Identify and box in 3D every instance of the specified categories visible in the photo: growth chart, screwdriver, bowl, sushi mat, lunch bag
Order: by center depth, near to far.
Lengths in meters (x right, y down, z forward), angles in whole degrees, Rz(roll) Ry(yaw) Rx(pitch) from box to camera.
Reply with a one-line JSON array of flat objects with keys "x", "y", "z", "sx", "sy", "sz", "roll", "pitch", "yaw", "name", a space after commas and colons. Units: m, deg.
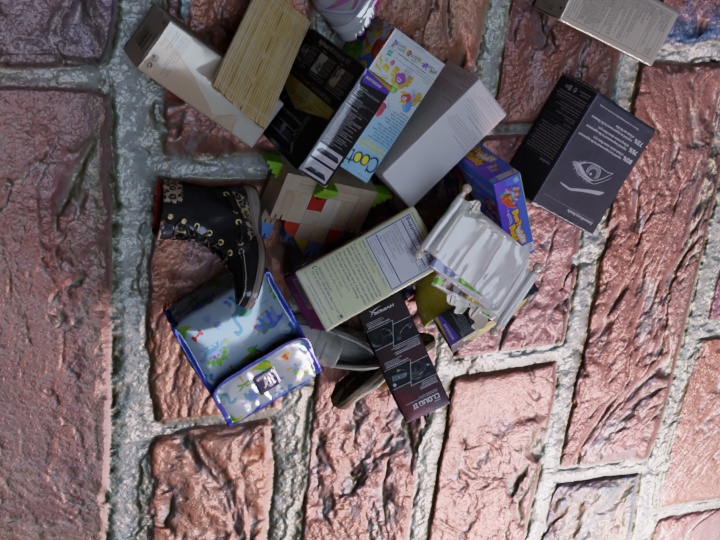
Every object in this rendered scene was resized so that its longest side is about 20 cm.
[{"x": -0.131, "y": -0.289, "z": 1.531, "sx": 0.096, "sy": 0.012, "sz": 0.202, "roll": 40, "pitch": 54, "yaw": -32, "name": "sushi mat"}, {"x": 0.168, "y": -0.007, "z": 1.640, "sx": 0.200, "sy": 0.018, "sz": 0.145, "roll": 42, "pitch": 91, "yaw": -24, "name": "growth chart"}, {"x": -0.170, "y": 0.111, "z": 1.703, "sx": 0.169, "sy": 0.127, "sz": 0.202, "roll": -30, "pitch": 111, "yaw": -8, "name": "lunch bag"}, {"x": 0.078, "y": 0.021, "z": 1.769, "sx": 0.028, "sy": 0.200, "sz": 0.029, "roll": 21, "pitch": 76, "yaw": -2, "name": "screwdriver"}, {"x": 0.157, "y": -0.007, "z": 1.813, "sx": 0.199, "sy": 0.200, "sz": 0.108, "roll": -31, "pitch": 82, "yaw": -8, "name": "bowl"}]

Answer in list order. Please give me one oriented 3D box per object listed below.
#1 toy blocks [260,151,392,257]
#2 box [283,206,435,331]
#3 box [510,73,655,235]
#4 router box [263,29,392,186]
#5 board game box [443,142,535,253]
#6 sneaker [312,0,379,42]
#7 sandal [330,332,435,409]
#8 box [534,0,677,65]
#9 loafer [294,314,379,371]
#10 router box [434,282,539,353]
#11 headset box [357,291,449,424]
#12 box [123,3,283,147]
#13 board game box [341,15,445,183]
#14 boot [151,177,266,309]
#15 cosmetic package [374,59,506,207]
[{"x": -0.071, "y": -0.086, "z": 1.699, "sx": 0.198, "sy": 0.100, "sz": 0.138, "roll": 9, "pitch": 122, "yaw": -28, "name": "toy blocks"}, {"x": 0.000, "y": 0.000, "z": 1.701, "sx": 0.198, "sy": 0.176, "sz": 0.097, "roll": -29, "pitch": 92, "yaw": -9, "name": "box"}, {"x": 0.345, "y": -0.183, "z": 1.829, "sx": 0.147, "sy": 0.104, "sz": 0.201, "roll": 25, "pitch": 103, "yaw": -33, "name": "box"}, {"x": -0.057, "y": -0.223, "z": 1.553, "sx": 0.052, "sy": 0.200, "sz": 0.158, "roll": 29, "pitch": 101, "yaw": -33, "name": "router box"}, {"x": 0.185, "y": -0.116, "z": 1.728, "sx": 0.044, "sy": 0.200, "sz": 0.136, "roll": -23, "pitch": 123, "yaw": -12, "name": "board game box"}, {"x": 0.007, "y": -0.416, "z": 1.568, "sx": 0.088, "sy": 0.081, "sz": 0.201, "roll": 30, "pitch": 99, "yaw": -35, "name": "sneaker"}, {"x": 0.042, "y": 0.169, "z": 1.875, "sx": 0.199, "sy": 0.080, "sz": 0.054, "roll": -37, "pitch": 113, "yaw": 3, "name": "sandal"}, {"x": 0.374, "y": -0.395, "z": 1.744, "sx": 0.198, "sy": 0.078, "sz": 0.096, "roll": 19, "pitch": 105, "yaw": -31, "name": "box"}, {"x": -0.052, "y": 0.117, "z": 1.811, "sx": 0.198, "sy": 0.070, "sz": 0.071, "roll": 10, "pitch": 110, "yaw": -29, "name": "loafer"}, {"x": 0.194, "y": 0.062, "z": 1.786, "sx": 0.156, "sy": 0.200, "sz": 0.053, "roll": -32, "pitch": 81, "yaw": 1, "name": "router box"}, {"x": 0.065, "y": 0.137, "z": 1.752, "sx": 0.076, "sy": 0.149, "sz": 0.202, "roll": -23, "pitch": 90, "yaw": -2, "name": "headset box"}, {"x": -0.208, "y": -0.259, "z": 1.538, "sx": 0.199, "sy": 0.095, "sz": 0.078, "roll": 34, "pitch": 98, "yaw": -32, "name": "box"}, {"x": 0.009, "y": -0.248, "z": 1.639, "sx": 0.104, "sy": 0.103, "sz": 0.201, "roll": 29, "pitch": 100, "yaw": -33, "name": "board game box"}, {"x": -0.211, "y": -0.043, "z": 1.599, "sx": 0.149, "sy": 0.202, "sz": 0.073, "roll": 9, "pitch": 147, "yaw": -23, "name": "boot"}, {"x": 0.102, "y": -0.204, "z": 1.703, "sx": 0.200, "sy": 0.108, "sz": 0.085, "roll": -44, "pitch": 125, "yaw": 3, "name": "cosmetic package"}]
